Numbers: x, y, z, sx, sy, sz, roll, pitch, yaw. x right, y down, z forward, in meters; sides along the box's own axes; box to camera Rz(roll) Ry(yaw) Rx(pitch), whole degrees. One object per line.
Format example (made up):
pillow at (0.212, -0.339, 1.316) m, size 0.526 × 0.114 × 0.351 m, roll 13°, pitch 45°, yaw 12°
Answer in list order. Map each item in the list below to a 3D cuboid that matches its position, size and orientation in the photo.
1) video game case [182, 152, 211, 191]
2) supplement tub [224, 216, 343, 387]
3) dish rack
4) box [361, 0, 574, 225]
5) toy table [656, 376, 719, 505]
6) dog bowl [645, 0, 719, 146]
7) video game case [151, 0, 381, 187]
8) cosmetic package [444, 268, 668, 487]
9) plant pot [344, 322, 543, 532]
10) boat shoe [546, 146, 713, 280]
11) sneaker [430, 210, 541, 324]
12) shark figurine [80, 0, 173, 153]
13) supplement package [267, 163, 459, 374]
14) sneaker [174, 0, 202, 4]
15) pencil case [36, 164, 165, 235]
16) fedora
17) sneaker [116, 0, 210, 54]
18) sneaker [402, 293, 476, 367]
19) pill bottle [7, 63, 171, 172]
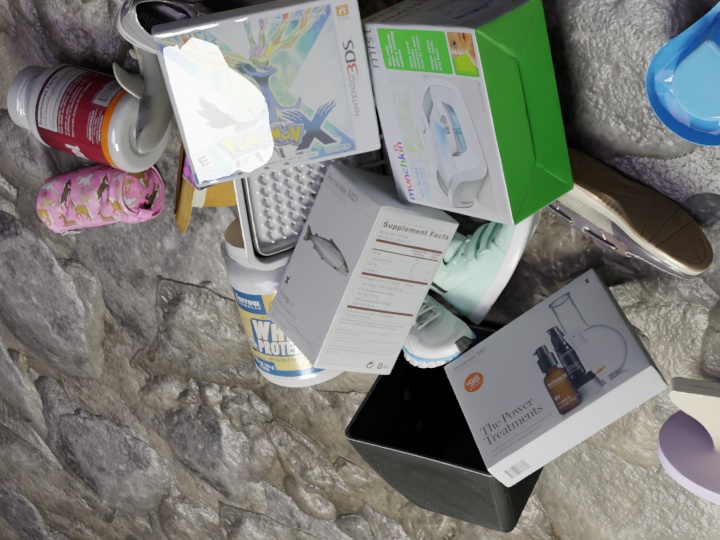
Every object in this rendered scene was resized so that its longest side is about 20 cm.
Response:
video game case at (-0.104, -0.198, 1.238) m, size 0.036 × 0.181 × 0.200 m, roll 40°, pitch 138°, yaw 23°
supplement tub at (-0.084, 0.028, 1.420) m, size 0.144 × 0.145 × 0.200 m, roll 6°, pitch 125°, yaw 33°
dish rack at (-0.055, -0.104, 1.285) m, size 0.044 × 0.200 × 0.172 m, roll 42°, pitch 147°, yaw 47°
box at (0.105, -0.165, 1.132) m, size 0.176 × 0.097 × 0.200 m, roll 18°, pitch 131°, yaw 49°
toy table at (0.406, 0.161, 1.149) m, size 0.200 × 0.184 × 0.117 m, roll -2°, pitch 139°, yaw 7°
dog bowl at (0.344, -0.195, 1.003) m, size 0.111 × 0.050 × 0.200 m, roll 46°, pitch 137°, yaw -1°
video game case at (-0.089, -0.180, 1.139) m, size 0.200 × 0.022 × 0.183 m, roll -12°, pitch 129°, yaw -1°
cosmetic package at (0.202, 0.112, 1.208) m, size 0.200 × 0.151 × 0.052 m, roll -35°, pitch 131°, yaw 13°
plant pot at (0.132, 0.197, 1.366) m, size 0.200 × 0.200 × 0.178 m, roll 9°, pitch 140°, yaw 32°
boat shoe at (0.263, -0.051, 1.160) m, size 0.200 × 0.072 × 0.065 m, roll 35°, pitch 141°, yaw 16°
sneaker at (0.120, -0.030, 1.271) m, size 0.118 × 0.074 × 0.201 m, roll 31°, pitch 138°, yaw 5°
shark figurine at (-0.243, -0.260, 1.368) m, size 0.089 × 0.128 × 0.215 m, roll -8°, pitch 104°, yaw 25°
supplement package at (0.000, 0.000, 1.278) m, size 0.117 × 0.117 × 0.200 m, roll 42°, pitch 115°, yaw 47°
sneaker at (-0.174, -0.341, 1.265) m, size 0.200 × 0.081 × 0.088 m, roll 20°, pitch 136°, yaw 32°
pencil case at (-0.359, -0.101, 1.574) m, size 0.200 × 0.083 × 0.087 m, roll -6°, pitch 117°, yaw 39°
fedora at (-0.174, -0.137, 1.369) m, size 0.082 × 0.201 × 0.201 m, roll 7°, pitch 135°, yaw -12°
sneaker at (-0.177, -0.253, 1.277) m, size 0.200 × 0.075 × 0.082 m, roll 15°, pitch 179°, yaw -10°
sneaker at (0.058, 0.049, 1.335) m, size 0.200 × 0.075 × 0.087 m, roll 23°, pitch 141°, yaw 57°
pill bottle at (-0.353, -0.202, 1.471) m, size 0.200 × 0.113 × 0.113 m, roll 19°, pitch 131°, yaw 26°
